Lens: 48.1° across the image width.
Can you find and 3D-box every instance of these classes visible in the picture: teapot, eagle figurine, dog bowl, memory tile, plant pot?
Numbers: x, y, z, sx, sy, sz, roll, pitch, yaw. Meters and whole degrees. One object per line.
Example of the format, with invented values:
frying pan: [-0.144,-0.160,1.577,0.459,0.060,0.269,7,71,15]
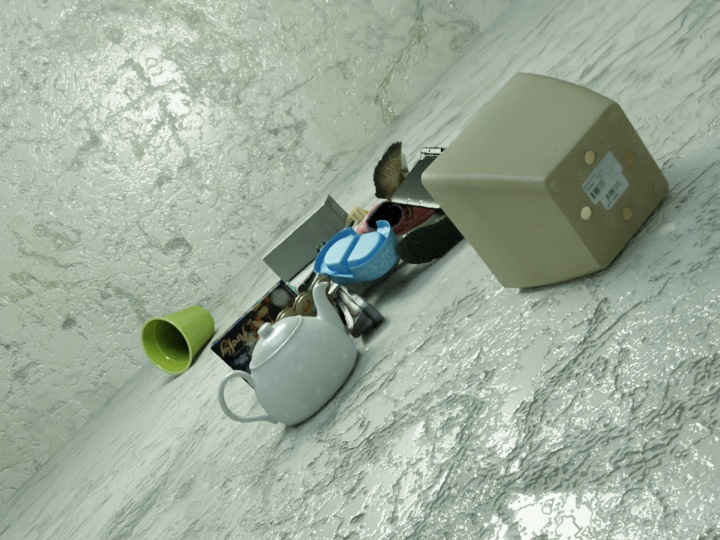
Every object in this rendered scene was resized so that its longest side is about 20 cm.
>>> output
teapot: [-0.115,0.148,1.328,0.197,0.146,0.200,-36,16,36]
eagle figurine: [0.097,-0.198,1.762,0.152,0.151,0.200,-36,3,-12]
dog bowl: [-0.004,-0.028,1.485,0.200,0.050,0.112,-9,45,50]
memory tile: [-0.109,0.112,1.470,0.017,0.154,0.200,24,54,29]
plant pot: [-0.571,0.205,2.607,0.200,0.200,0.190,-36,2,34]
plant pot: [0.233,-0.101,0.951,0.200,0.200,0.177,-47,25,-13]

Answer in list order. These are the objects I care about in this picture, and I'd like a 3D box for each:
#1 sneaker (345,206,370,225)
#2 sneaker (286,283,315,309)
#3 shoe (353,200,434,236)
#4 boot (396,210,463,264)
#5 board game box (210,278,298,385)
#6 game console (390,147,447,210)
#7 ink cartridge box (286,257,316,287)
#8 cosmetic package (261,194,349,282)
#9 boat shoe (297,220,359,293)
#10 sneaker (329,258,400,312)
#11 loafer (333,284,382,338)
sneaker: [0.045,-0.073,1.717,0.075,0.090,0.200,-59,35,17]
sneaker: [-0.152,0.131,1.689,0.078,0.086,0.200,-97,30,-66]
shoe: [0.083,-0.109,1.589,0.200,0.072,0.091,-26,-7,-19]
boot: [0.145,-0.101,1.476,0.181,0.073,0.200,-28,22,11]
board game box: [-0.185,0.133,1.630,0.200,0.135,0.035,-43,12,11]
game console: [0.178,-0.165,1.476,0.200,0.175,0.117,19,103,63]
ink cartridge box: [-0.095,0.022,1.821,0.145,0.084,0.200,-29,18,47]
cosmetic package: [-0.122,-0.073,1.833,0.200,0.090,0.107,-43,11,16]
boat shoe: [-0.068,-0.026,1.667,0.075,0.066,0.200,75,-140,-73]
sneaker: [0.000,0.000,1.598,0.200,0.078,0.079,-43,18,16]
loafer: [-0.019,0.073,1.448,0.063,0.072,0.200,-50,15,-4]
